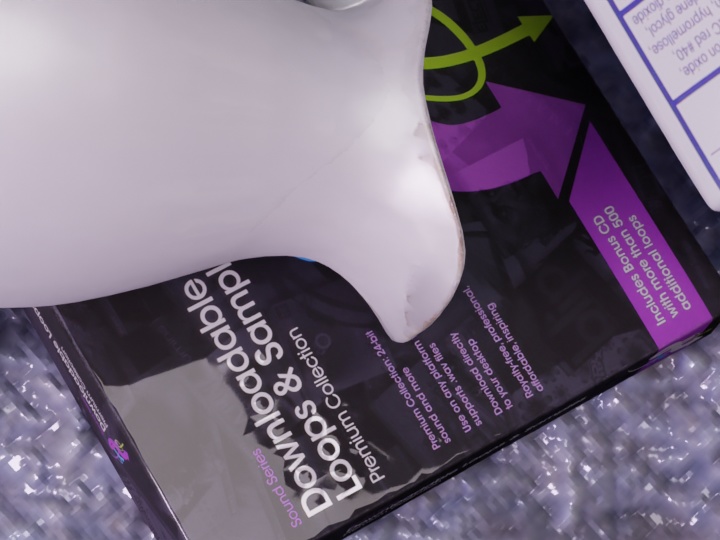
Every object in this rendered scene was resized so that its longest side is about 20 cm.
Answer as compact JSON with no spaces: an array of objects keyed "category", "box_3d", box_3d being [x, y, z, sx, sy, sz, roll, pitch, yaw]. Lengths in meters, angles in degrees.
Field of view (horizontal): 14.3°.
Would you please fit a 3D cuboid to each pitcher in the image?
[{"category":"pitcher","box_3d":[-0.072,-0.071,0.834,0.199,0.121,0.172,6,73,-17]}]

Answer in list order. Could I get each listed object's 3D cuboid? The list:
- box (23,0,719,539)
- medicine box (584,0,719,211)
[{"category":"box","box_3d":[0.000,0.000,0.905,0.199,0.036,0.143,-28,79,-19]},{"category":"medicine box","box_3d":[0.135,-0.132,0.901,0.182,0.103,0.201,-10,68,-59]}]
